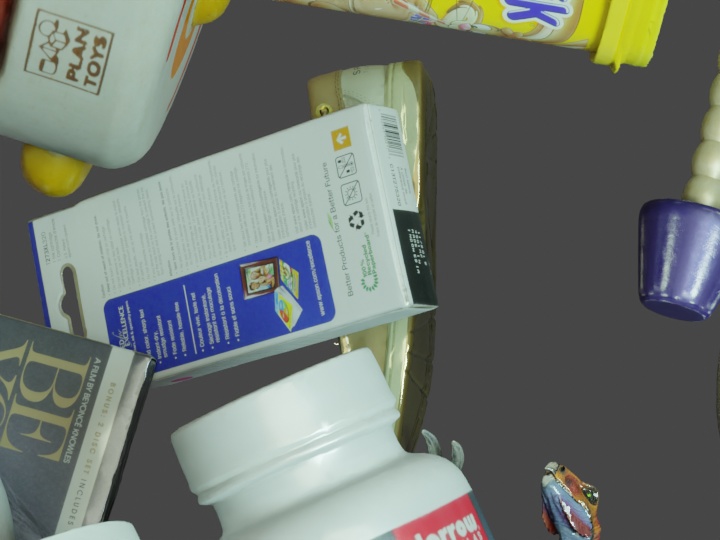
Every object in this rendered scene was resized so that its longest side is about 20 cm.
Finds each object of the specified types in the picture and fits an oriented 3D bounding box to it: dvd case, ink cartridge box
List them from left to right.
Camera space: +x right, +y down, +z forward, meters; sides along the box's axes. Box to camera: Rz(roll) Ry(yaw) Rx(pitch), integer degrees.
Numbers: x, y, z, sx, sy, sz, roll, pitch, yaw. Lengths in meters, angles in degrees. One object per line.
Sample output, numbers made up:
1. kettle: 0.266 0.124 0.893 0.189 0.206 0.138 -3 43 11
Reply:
1. dvd case: -0.210 0.085 0.976 0.200 0.016 0.149 15 80 9
2. ink cartridge box: -0.063 -0.004 0.981 0.200 0.037 0.095 -16 80 27

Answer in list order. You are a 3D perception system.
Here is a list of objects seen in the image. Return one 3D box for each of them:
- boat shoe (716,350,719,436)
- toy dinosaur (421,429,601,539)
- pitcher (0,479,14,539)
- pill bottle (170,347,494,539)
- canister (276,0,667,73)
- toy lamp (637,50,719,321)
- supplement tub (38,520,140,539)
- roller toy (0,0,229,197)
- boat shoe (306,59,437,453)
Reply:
1. boat shoe: 0.218 0.103 0.995 0.074 0.073 0.200 -9 81 -6
2. toy dinosaur: 0.020 0.135 0.984 0.181 0.200 0.105 6 71 -40
3. pitcher: -0.252 0.098 0.923 0.172 0.121 0.200 -47 66 18
4. pill bottle: 0.004 0.139 0.847 0.119 0.120 0.200 -24 85 -8
5. canister: 0.051 -0.180 0.999 0.200 0.149 0.087 9 45 -1
6. toy lamp: 0.178 -0.073 1.034 0.058 0.058 0.200 18 77 -1
7. supplement tub: -0.103 0.213 0.810 0.145 0.145 0.200 -24 77 -8
8. roller toy: -0.126 -0.143 0.957 0.140 0.182 0.200 19 79 -2
9. boat shoe: 0.000 0.000 1.005 0.066 0.074 0.200 1 79 10
